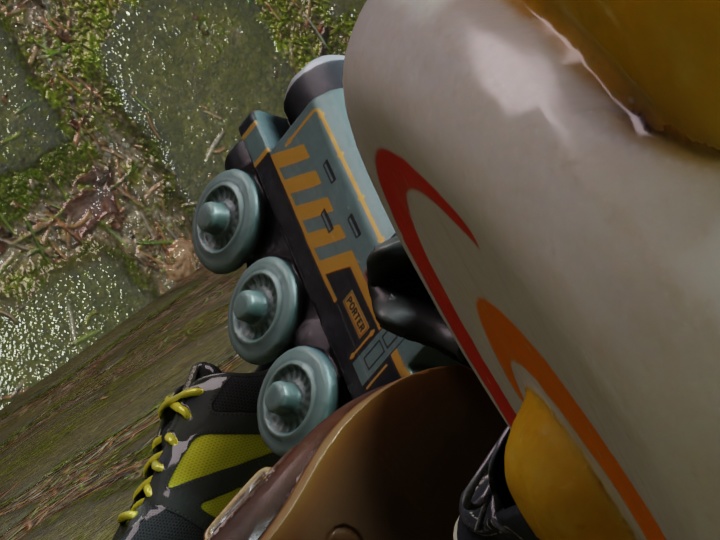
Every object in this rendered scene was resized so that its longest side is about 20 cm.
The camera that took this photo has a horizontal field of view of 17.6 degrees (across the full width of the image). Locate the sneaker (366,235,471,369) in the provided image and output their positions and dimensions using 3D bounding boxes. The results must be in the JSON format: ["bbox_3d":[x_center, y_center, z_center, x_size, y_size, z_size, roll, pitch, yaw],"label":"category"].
[{"bbox_3d":[0.071,0.011,0.754,0.086,0.081,0.200,1,-7,-31],"label":"sneaker"}]

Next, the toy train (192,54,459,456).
[{"bbox_3d":[0.000,0.000,0.978,0.085,0.201,0.114,17,-54,-39],"label":"toy train"}]

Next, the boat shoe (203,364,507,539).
[{"bbox_3d":[-0.022,0.098,0.773,0.070,0.071,0.200,-21,13,47],"label":"boat shoe"}]

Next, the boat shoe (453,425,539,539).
[{"bbox_3d":[0.069,0.059,0.664,0.074,0.062,0.200,-36,5,-14],"label":"boat shoe"}]

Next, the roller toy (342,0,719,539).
[{"bbox_3d":[0.086,0.003,0.407,0.139,0.183,0.200,-34,-4,-5],"label":"roller toy"}]

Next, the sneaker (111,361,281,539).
[{"bbox_3d":[-0.071,0.091,1.041,0.200,0.085,0.074,-36,5,-25],"label":"sneaker"}]
